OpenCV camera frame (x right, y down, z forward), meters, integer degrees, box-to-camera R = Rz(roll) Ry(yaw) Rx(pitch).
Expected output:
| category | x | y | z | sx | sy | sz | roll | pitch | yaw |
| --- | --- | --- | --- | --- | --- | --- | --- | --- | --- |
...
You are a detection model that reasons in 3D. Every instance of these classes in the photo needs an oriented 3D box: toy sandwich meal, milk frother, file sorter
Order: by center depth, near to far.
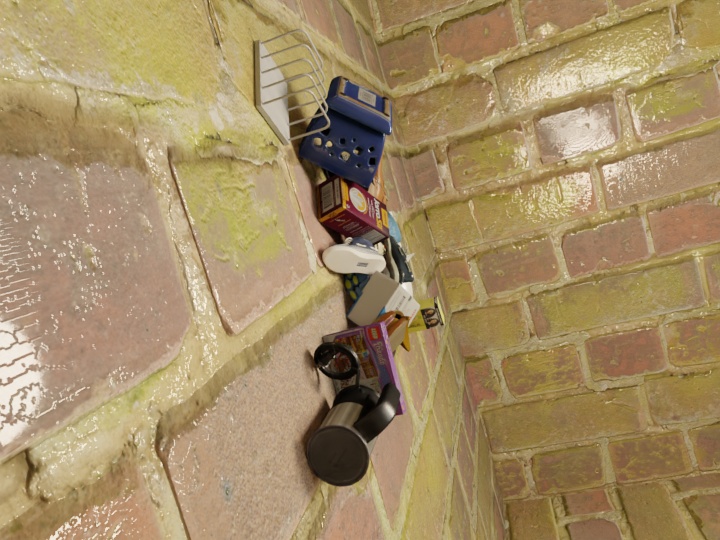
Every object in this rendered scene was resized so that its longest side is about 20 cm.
| category | x | y | z | sx | sy | sz | roll | pitch | yaw |
| --- | --- | --- | --- | --- | --- | --- | --- | --- | --- |
| milk frother | -0.041 | 0.259 | 1.087 | 0.199 | 0.181 | 0.188 | 32 | 15 | 4 |
| file sorter | -0.150 | -0.416 | 1.290 | 0.139 | 0.124 | 0.201 | 52 | 27 | -58 |
| toy sandwich meal | 0.067 | 0.185 | 1.436 | 0.205 | 0.070 | 0.206 | -36 | 142 | -33 |

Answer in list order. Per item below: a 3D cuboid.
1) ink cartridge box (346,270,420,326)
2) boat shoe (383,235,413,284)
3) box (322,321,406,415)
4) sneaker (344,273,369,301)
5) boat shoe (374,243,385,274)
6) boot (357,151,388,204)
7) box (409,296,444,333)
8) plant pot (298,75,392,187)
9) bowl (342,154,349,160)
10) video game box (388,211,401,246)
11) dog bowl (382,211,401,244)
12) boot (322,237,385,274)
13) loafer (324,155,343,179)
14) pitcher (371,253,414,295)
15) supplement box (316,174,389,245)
| category | x | y | z | sx | sy | sz | roll | pitch | yaw |
| --- | --- | --- | --- | --- | --- | --- | --- | --- | --- |
| ink cartridge box | 0.066 | 0.108 | 1.523 | 0.146 | 0.084 | 0.200 | -57 | 152 | -6 |
| boat shoe | 0.105 | -0.034 | 1.615 | 0.200 | 0.061 | 0.075 | -105 | -164 | -55 |
| box | 0.009 | 0.223 | 1.243 | 0.039 | 0.136 | 0.201 | -7 | 84 | -75 |
| sneaker | 0.000 | 0.000 | 1.553 | 0.083 | 0.070 | 0.200 | 51 | 24 | -44 |
| boat shoe | 0.040 | -0.067 | 1.620 | 0.071 | 0.062 | 0.201 | 119 | -45 | -76 |
| boot | 0.048 | -0.266 | 1.643 | 0.155 | 0.076 | 0.201 | 38 | 55 | -62 |
| box | 0.136 | 0.138 | 1.652 | 0.050 | 0.199 | 0.076 | -79 | 152 | -60 |
| plant pot | -0.024 | -0.358 | 1.436 | 0.200 | 0.199 | 0.180 | -85 | -159 | -54 |
| bowl | -0.010 | -0.267 | 1.729 | 0.201 | 0.094 | 0.202 | -14 | 90 | -76 |
| video game box | 0.092 | -0.105 | 1.928 | 0.200 | 0.047 | 0.183 | -148 | -137 | -81 |
| dog bowl | 0.054 | -0.142 | 1.768 | 0.200 | 0.049 | 0.112 | 41 | -25 | 54 |
| boot | -0.030 | -0.045 | 1.447 | 0.199 | 0.073 | 0.091 | 13 | 33 | -45 |
| loafer | -0.055 | -0.237 | 1.597 | 0.201 | 0.068 | 0.070 | 67 | 28 | -21 |
| pitcher | 0.080 | 0.038 | 1.719 | 0.171 | 0.121 | 0.201 | 8 | 85 | -33 |
| supplement box | -0.017 | -0.151 | 1.495 | 0.200 | 0.085 | 0.111 | 28 | 47 | -45 |
